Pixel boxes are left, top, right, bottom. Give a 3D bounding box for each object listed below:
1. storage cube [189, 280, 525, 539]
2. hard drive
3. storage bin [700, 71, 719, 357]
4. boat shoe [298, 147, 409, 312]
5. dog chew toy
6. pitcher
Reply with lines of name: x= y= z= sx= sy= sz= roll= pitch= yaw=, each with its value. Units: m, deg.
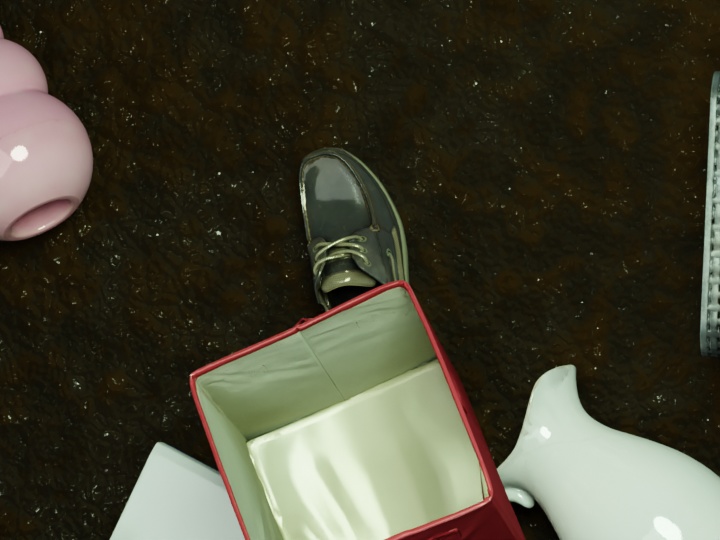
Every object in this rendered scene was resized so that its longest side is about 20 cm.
storage cube: x=0.005 y=0.142 z=1.581 sx=0.170 sy=0.180 sz=0.201 roll=-24 pitch=63 yaw=4
hard drive: x=-0.100 y=0.239 z=1.759 sx=0.199 sy=0.025 sz=0.132 roll=26 pitch=92 yaw=13
storage bin: x=0.298 y=-0.038 z=1.598 sx=0.093 sy=0.135 sz=0.201 roll=4 pitch=92 yaw=15
boat shoe: x=0.000 y=0.000 z=1.709 sx=0.074 sy=0.073 sz=0.201 roll=-22 pitch=85 yaw=14
dog chew toy: x=-0.293 y=-0.125 z=1.765 sx=0.124 sy=0.124 sz=0.201 roll=-32 pitch=76 yaw=13
pitcher: x=0.180 y=0.194 z=1.649 sx=0.200 sy=0.121 sz=0.172 roll=38 pitch=108 yaw=21
